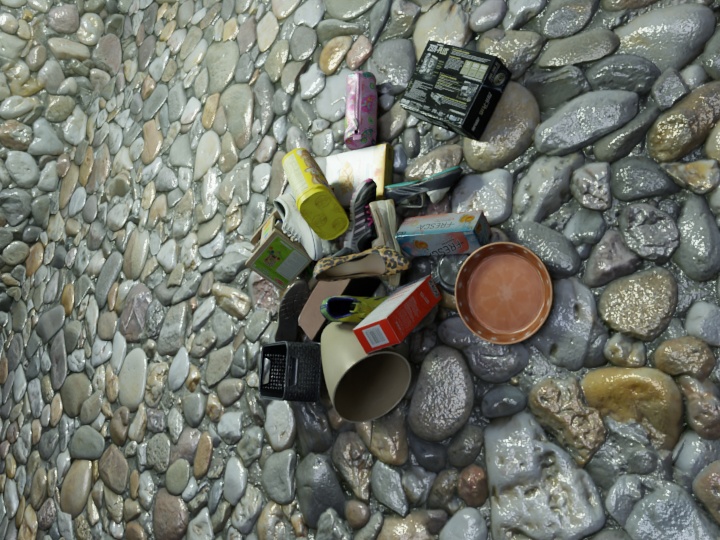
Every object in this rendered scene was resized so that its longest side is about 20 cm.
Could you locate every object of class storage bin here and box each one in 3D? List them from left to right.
[{"bbox_3d":[-0.175,0.249,1.371,0.199,0.093,0.137,-19,66,62],"label":"storage bin"}]

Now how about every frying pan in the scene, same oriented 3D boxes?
[{"bbox_3d":[0.181,0.001,1.228,0.188,0.031,0.117,-8,74,35],"label":"frying pan"}]

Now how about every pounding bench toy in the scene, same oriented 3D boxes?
[{"bbox_3d":[-0.184,-0.040,1.483,0.124,0.199,0.157,-45,24,19],"label":"pounding bench toy"}]

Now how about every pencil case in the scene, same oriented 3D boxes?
[{"bbox_3d":[0.001,-0.408,1.430,0.087,0.087,0.203,-10,70,37],"label":"pencil case"}]

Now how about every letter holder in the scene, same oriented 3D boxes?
[{"bbox_3d":[-0.070,0.058,1.372,0.142,0.100,0.201,45,108,39],"label":"letter holder"}]

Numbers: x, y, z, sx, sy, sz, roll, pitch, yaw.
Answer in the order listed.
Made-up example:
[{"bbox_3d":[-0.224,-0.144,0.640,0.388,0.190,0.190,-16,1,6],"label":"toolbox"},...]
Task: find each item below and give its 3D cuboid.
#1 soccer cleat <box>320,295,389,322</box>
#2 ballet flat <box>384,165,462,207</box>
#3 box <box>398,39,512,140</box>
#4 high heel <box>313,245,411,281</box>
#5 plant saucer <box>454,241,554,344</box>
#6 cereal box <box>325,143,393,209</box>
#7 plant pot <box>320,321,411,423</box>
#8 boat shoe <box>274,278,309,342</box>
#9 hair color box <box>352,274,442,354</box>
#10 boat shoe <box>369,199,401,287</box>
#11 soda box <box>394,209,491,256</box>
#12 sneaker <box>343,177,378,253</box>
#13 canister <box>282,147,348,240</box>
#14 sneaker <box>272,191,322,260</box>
[{"bbox_3d":[0.009,0.088,1.253,0.084,0.197,0.066,127,142,-76],"label":"soccer cleat"},{"bbox_3d":[0.148,-0.183,1.278,0.198,0.073,0.074,-11,72,31],"label":"ballet flat"},{"bbox_3d":[0.209,-0.409,1.261,0.199,0.086,0.165,33,101,39],"label":"box"},{"bbox_3d":[0.000,0.000,1.209,0.198,0.142,0.072,8,119,33],"label":"high heel"},{"bbox_3d":[0.285,0.045,1.110,0.198,0.032,0.203,-1,88,33],"label":"plant saucer"},{"bbox_3d":[-0.008,-0.235,1.427,0.198,0.039,0.146,-4,79,38],"label":"cereal box"},{"bbox_3d":[-0.014,0.202,1.257,0.188,0.186,0.200,-58,37,13],"label":"plant pot"},{"bbox_3d":[-0.183,0.100,1.447,0.074,0.074,0.202,-105,34,-58],"label":"boat shoe"},{"bbox_3d":[0.081,0.089,1.167,0.101,0.200,0.062,-25,100,41],"label":"hair color box"},{"bbox_3d":[0.056,-0.060,1.285,0.064,0.072,0.203,-7,93,-3],"label":"boat shoe"},{"bbox_3d":[0.178,-0.078,1.208,0.198,0.064,0.069,-3,43,40],"label":"soda box"},{"bbox_3d":[0.020,-0.120,1.339,0.087,0.073,0.202,27,120,27],"label":"sneaker"},{"bbox_3d":[-0.113,-0.190,1.351,0.086,0.149,0.201,-32,47,7],"label":"canister"},{"bbox_3d":[-0.158,-0.104,1.388,0.201,0.070,0.073,60,153,23],"label":"sneaker"}]
